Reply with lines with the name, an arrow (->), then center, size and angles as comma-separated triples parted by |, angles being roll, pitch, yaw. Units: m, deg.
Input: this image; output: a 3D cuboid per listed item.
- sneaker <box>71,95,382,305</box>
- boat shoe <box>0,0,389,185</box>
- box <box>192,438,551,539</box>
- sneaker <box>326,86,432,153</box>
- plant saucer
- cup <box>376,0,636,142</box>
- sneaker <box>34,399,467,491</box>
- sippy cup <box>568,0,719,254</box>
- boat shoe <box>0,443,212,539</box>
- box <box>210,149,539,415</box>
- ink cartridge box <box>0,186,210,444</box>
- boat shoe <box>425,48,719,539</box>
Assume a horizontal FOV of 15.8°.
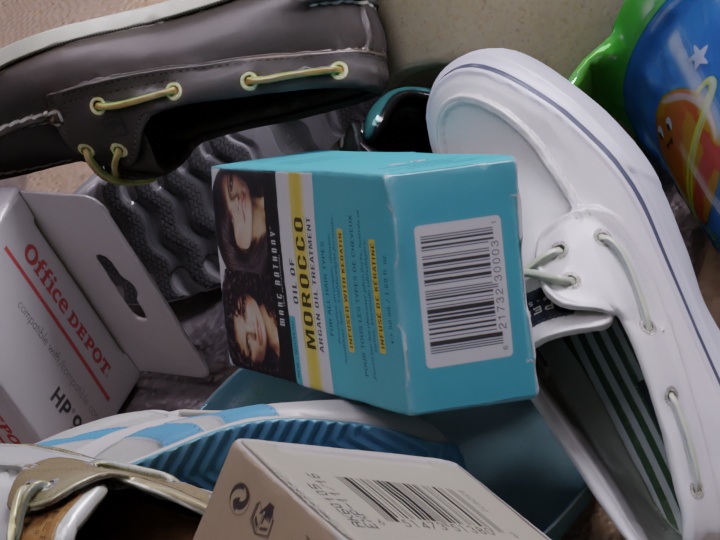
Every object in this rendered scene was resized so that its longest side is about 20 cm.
sneaker -> -0.056, -0.053, 1.169 | 0.199, 0.075, 0.082 | -33, 23, -14
boat shoe -> -0.084, -0.070, 1.043 | 0.200, 0.072, 0.061 | -19, 73, 17
box -> -0.019, 0.155, 0.725 | 0.078, 0.095, 0.201 | 36, 108, 43
sneaker -> 0.019, -0.039, 1.048 | 0.071, 0.080, 0.200 | -23, 17, -26
plant saucer -> 0.012, 0.075, 0.991 | 0.199, 0.028, 0.201 | -19, 34, 14
cup -> 0.075, -0.125, 1.072 | 0.199, 0.200, 0.144 | 2, 65, 35
sneaker -> -0.056, 0.079, 0.943 | 0.199, 0.077, 0.081 | -9, 20, 15
sippy cup -> 0.173, -0.048, 0.961 | 0.177, 0.139, 0.131 | -37, 46, 21
boat shoe -> -0.092, 0.093, 0.860 | 0.199, 0.068, 0.075 | 4, 77, 13
box -> 0.000, 0.000, 0.937 | 0.049, 0.083, 0.200 | -8, 5, -20
ink cartridge box -> -0.176, 0.025, 1.108 | 0.199, 0.116, 0.068 | 3, 48, 36
boat shoe -> 0.079, 0.011, 0.903 | 0.067, 0.201, 0.074 | -23, -16, -49
